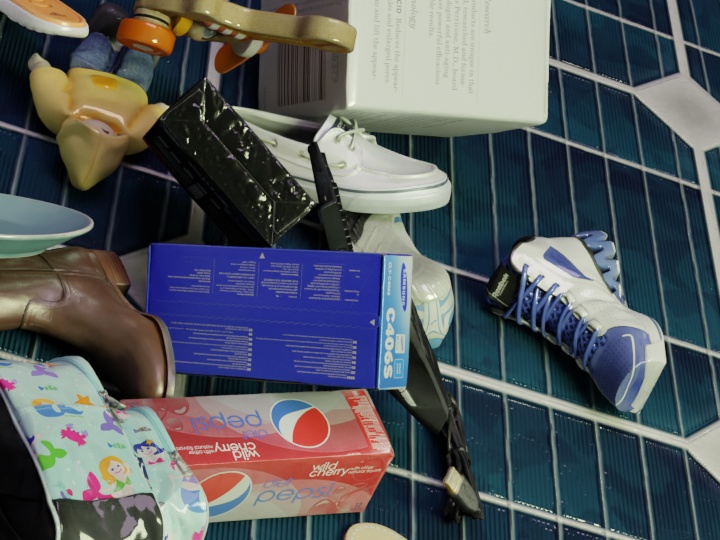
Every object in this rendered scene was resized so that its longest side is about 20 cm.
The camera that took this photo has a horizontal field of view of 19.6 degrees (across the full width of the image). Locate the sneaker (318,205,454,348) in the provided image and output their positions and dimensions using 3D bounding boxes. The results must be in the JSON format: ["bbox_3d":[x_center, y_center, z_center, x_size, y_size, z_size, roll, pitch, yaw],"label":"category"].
[{"bbox_3d":[0.015,-0.006,1.690,0.072,0.073,0.200,-7,34,-21],"label":"sneaker"}]

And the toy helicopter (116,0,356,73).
[{"bbox_3d":[-0.090,-0.196,1.701,0.200,0.079,0.132,11,-9,26],"label":"toy helicopter"}]

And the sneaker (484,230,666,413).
[{"bbox_3d":[0.166,0.037,1.724,0.115,0.081,0.200,6,36,-21],"label":"sneaker"}]

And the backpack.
[{"bbox_3d":[-0.194,0.149,1.280,0.150,0.178,0.200,-3,37,-39],"label":"backpack"}]

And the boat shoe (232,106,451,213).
[{"bbox_3d":[-0.024,-0.093,1.699,0.199,0.067,0.074,6,22,5],"label":"boat shoe"}]

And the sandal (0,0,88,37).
[{"bbox_3d":[-0.284,-0.249,1.736,0.079,0.059,0.207,3,21,-46],"label":"sandal"}]

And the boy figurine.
[{"bbox_3d":[-0.214,-0.140,1.697,0.124,0.064,0.200,24,34,-10],"label":"boy figurine"}]

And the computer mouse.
[{"bbox_3d":[0.039,0.098,1.514,0.046,0.200,0.141,-18,45,6],"label":"computer mouse"}]

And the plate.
[{"bbox_3d":[-0.292,-0.033,1.495,0.200,0.026,0.200,6,9,-1],"label":"plate"}]

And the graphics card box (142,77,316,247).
[{"bbox_3d":[-0.103,-0.076,1.574,0.126,0.051,0.200,49,-7,-5],"label":"graphics card box"}]

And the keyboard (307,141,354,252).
[{"bbox_3d":[0.000,0.000,1.565,0.040,0.200,0.104,-13,49,1],"label":"keyboard"}]

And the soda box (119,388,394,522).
[{"bbox_3d":[-0.080,0.131,1.456,0.200,0.070,0.063,0,45,-31],"label":"soda box"}]

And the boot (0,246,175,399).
[{"bbox_3d":[-0.245,0.041,1.464,0.200,0.064,0.186,5,30,-32],"label":"boot"}]

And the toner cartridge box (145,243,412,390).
[{"bbox_3d":[-0.061,0.031,1.479,0.200,0.095,0.043,3,2,31],"label":"toner cartridge box"}]

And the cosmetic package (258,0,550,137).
[{"bbox_3d":[0.037,-0.206,1.794,0.200,0.165,0.165,2,89,-31],"label":"cosmetic package"}]

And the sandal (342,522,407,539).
[{"bbox_3d":[0.058,0.236,1.420,0.077,0.070,0.212,1,45,-31],"label":"sandal"}]
